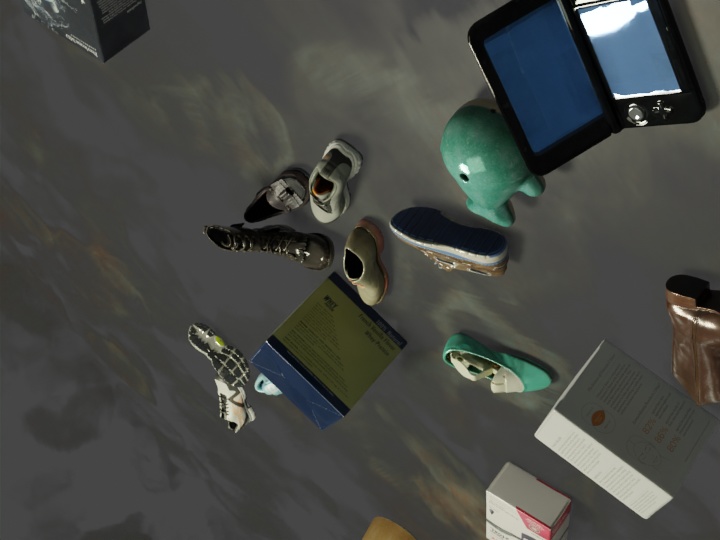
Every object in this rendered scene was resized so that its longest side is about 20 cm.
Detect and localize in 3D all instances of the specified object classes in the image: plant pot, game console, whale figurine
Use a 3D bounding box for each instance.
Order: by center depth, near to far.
[{"bbox_3d":[0.244,-0.212,1.044,0.175,0.116,0.200,5,134,50],"label":"game console"},{"bbox_3d":[0.163,-0.126,1.275,0.159,0.104,0.200,29,149,24],"label":"whale figurine"},{"bbox_3d":[0.049,0.782,2.544,0.186,0.200,0.187,31,149,22],"label":"plant pot"}]

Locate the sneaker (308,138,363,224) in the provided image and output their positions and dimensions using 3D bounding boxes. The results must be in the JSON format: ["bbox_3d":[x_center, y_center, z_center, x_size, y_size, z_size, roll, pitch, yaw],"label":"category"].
[{"bbox_3d":[-0.057,-0.132,1.577,0.074,0.079,0.200,36,152,9],"label":"sneaker"}]

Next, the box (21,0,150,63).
[{"bbox_3d":[-0.463,-0.481,1.589,0.196,0.117,0.200,33,151,18],"label":"box"}]

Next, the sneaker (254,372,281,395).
[{"bbox_3d":[-0.182,0.259,2.258,0.074,0.082,0.200,49,151,-12],"label":"sneaker"}]

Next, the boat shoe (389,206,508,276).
[{"bbox_3d":[0.131,-0.035,1.473,0.199,0.072,0.073,23,147,33],"label":"boat shoe"}]

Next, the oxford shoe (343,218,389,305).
[{"bbox_3d":[0.000,0.000,1.684,0.071,0.074,0.200,26,147,28],"label":"oxford shoe"}]

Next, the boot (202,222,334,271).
[{"bbox_3d":[-0.164,-0.044,1.734,0.199,0.174,0.070,17,101,42],"label":"boot"}]

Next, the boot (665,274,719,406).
[{"bbox_3d":[0.473,0.113,1.241,0.186,0.064,0.201,33,149,46],"label":"boot"}]

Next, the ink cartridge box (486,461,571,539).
[{"bbox_3d":[0.327,0.488,1.911,0.144,0.084,0.200,28,148,28],"label":"ink cartridge box"}]

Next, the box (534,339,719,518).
[{"bbox_3d":[0.385,0.230,1.419,0.200,0.152,0.106,37,152,14],"label":"box"}]

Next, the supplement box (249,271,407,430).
[{"bbox_3d":[-0.061,0.152,1.834,0.200,0.200,0.134,44,152,-1],"label":"supplement box"}]

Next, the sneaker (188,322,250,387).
[{"bbox_3d":[-0.349,0.206,2.435,0.200,0.077,0.080,48,171,1],"label":"sneaker"}]

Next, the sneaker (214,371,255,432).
[{"bbox_3d":[-0.345,0.354,2.599,0.074,0.080,0.201,18,141,41],"label":"sneaker"}]

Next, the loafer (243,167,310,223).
[{"bbox_3d":[-0.145,-0.123,1.716,0.072,0.063,0.200,51,151,-11],"label":"loafer"}]

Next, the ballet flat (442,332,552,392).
[{"bbox_3d":[0.222,0.168,1.631,0.199,0.070,0.068,22,145,33],"label":"ballet flat"}]
